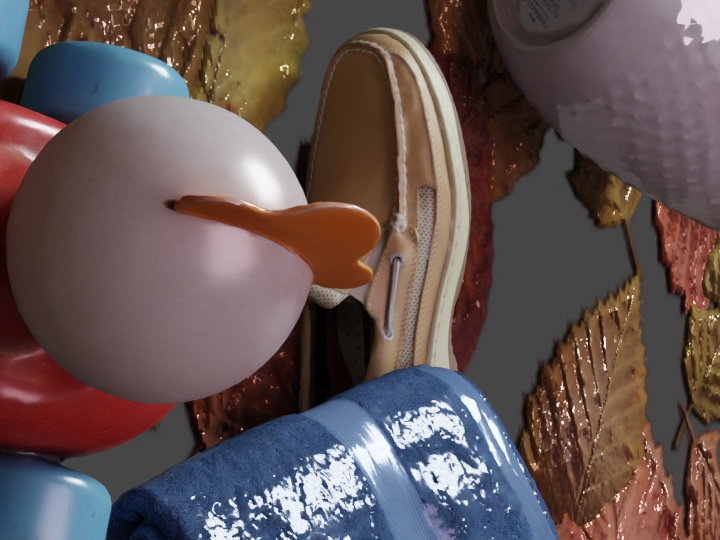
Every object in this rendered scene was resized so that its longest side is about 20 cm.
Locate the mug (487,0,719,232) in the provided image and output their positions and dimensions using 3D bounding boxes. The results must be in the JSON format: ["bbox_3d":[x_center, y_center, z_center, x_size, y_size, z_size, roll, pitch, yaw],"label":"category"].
[{"bbox_3d":[0.144,-0.134,1.149,0.175,0.148,0.201,24,39,-42],"label":"mug"}]

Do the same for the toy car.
[{"bbox_3d":[-0.072,0.000,0.753,0.177,0.199,0.185,30,65,-52],"label":"toy car"}]

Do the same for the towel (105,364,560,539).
[{"bbox_3d":[-0.002,0.104,0.894,0.200,0.048,0.112,-20,81,-49],"label":"towel"}]

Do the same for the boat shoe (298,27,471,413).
[{"bbox_3d":[0.000,0.000,0.984,0.076,0.071,0.201,-8,97,-44],"label":"boat shoe"}]
